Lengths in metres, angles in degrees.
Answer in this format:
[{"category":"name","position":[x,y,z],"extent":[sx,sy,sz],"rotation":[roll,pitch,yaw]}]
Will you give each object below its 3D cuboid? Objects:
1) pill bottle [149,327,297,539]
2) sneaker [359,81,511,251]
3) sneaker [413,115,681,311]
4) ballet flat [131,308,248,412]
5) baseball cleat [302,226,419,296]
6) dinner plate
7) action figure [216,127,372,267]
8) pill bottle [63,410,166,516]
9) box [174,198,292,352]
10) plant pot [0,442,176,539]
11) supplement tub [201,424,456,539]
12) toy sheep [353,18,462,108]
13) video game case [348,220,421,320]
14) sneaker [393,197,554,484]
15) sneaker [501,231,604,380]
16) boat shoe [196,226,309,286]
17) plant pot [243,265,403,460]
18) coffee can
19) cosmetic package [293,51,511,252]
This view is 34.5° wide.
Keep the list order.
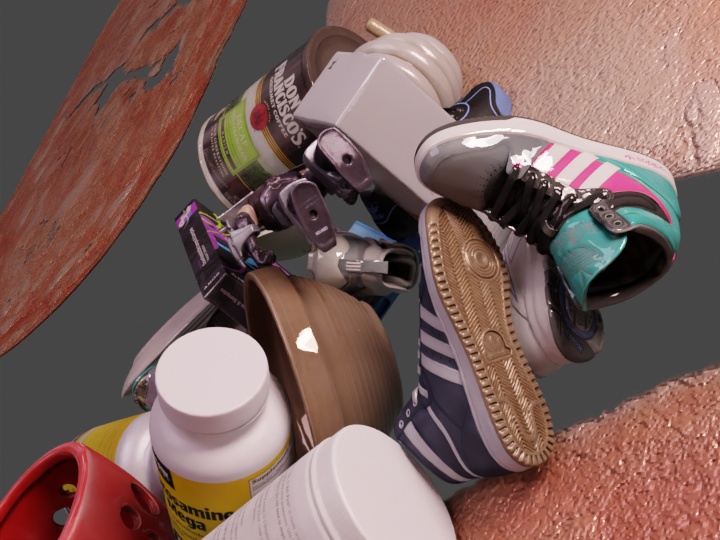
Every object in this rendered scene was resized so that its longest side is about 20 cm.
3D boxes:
[{"category":"pill bottle","position":[-0.106,0.144,0.916],"extent":[0.110,0.202,0.113],"rotation":[-1,44,1]},{"category":"sneaker","position":[0.072,-0.115,1.088],"extent":[0.070,0.078,0.201],"rotation":[-5,47,52]},{"category":"sneaker","position":[0.135,-0.032,0.797],"extent":[0.122,0.197,0.084],"rotation":[-92,14,-48]},{"category":"ballet flat","position":[-0.151,0.090,1.227],"extent":[0.200,0.073,0.072],"rotation":[-43,19,-32]},{"category":"baseball cleat","position":[0.000,0.000,1.064],"extent":[0.200,0.105,0.071],"rotation":[-77,-6,-84]},{"category":"dinner plate","position":[-0.195,0.064,1.277],"extent":[0.200,0.024,0.200],"rotation":[-44,-2,-2]},{"category":"action figure","position":[-0.052,-0.055,0.955],"extent":[0.130,0.070,0.200],"rotation":[-44,10,-14]},{"category":"pill bottle","position":[-0.210,0.199,1.146],"extent":[0.199,0.112,0.113],"rotation":[-20,41,48]},{"category":"box","position":[-0.105,0.015,1.122],"extent":[0.036,0.143,0.200],"rotation":[-47,28,8]},{"category":"plant pot","position":[-0.230,0.277,1.007],"extent":[0.200,0.182,0.202],"rotation":[-38,31,28]},{"category":"supplement tub","position":[-0.043,0.219,0.833],"extent":[0.200,0.131,0.133],"rotation":[-42,29,24]},{"category":"toy sheep","position":[0.033,-0.174,1.169],"extent":[0.137,0.138,0.201],"rotation":[-18,29,48]},{"category":"video game case","position":[-0.029,0.050,1.136],"extent":[0.201,0.018,0.143],"rotation":[-55,26,-3]},{"category":"sneaker","position":[0.063,0.057,0.841],"extent":[0.108,0.069,0.203],"rotation":[-35,66,50]},{"category":"sneaker","position":[0.129,-0.001,0.887],"extent":[0.087,0.074,0.202],"rotation":[-38,30,37]},{"category":"boat shoe","position":[-0.114,-0.038,1.296],"extent":[0.200,0.073,0.064],"rotation":[-23,58,41]},{"category":"plant pot","position":[-0.025,0.088,0.955],"extent":[0.091,0.204,0.201],"rotation":[-16,23,-15]},{"category":"coffee can","position":[-0.068,-0.159,1.304],"extent":[0.199,0.146,0.148],"rotation":[-30,35,39]},{"category":"cosmetic package","position":[0.050,-0.094,0.977],"extent":[0.072,0.199,0.101],"rotation":[-54,26,-5]}]
